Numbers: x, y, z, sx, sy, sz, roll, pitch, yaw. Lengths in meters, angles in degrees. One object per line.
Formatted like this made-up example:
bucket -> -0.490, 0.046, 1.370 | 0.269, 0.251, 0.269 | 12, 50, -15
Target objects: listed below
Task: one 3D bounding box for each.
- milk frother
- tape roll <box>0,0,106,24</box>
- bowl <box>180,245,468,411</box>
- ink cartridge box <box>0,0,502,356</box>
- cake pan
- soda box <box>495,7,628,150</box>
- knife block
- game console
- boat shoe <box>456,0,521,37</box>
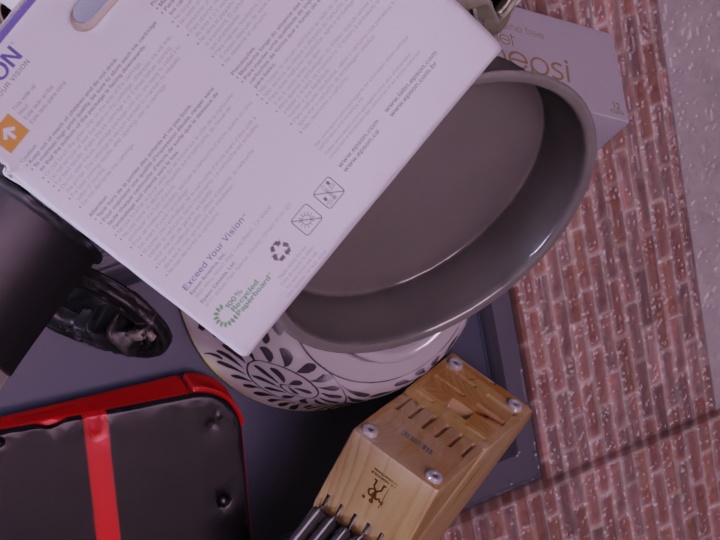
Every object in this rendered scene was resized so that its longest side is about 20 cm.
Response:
milk frother -> -0.210, 0.055, 1.129 | 0.200, 0.180, 0.188 | 38, 82, -23
tape roll -> -0.105, -0.135, 1.117 | 0.139, 0.203, 0.203 | -39, 117, -12
bowl -> 0.000, 0.000, 1.271 | 0.200, 0.094, 0.201 | -7, 106, -24
ink cartridge box -> -0.065, -0.093, 1.004 | 0.200, 0.041, 0.200 | 40, 90, -28
cake pan -> 0.032, -0.038, 1.153 | 0.200, 0.037, 0.201 | -21, 143, -17
soda box -> 0.057, -0.118, 1.269 | 0.200, 0.064, 0.068 | 11, 56, -29
knife block -> 0.008, 0.160, 1.315 | 0.200, 0.064, 0.176 | -34, 155, -56
game console -> -0.147, 0.169, 1.283 | 0.176, 0.031, 0.201 | -11, 108, -21
boat shoe -> 0.055, -0.143, 1.144 | 0.062, 0.200, 0.072 | -14, 96, 16
